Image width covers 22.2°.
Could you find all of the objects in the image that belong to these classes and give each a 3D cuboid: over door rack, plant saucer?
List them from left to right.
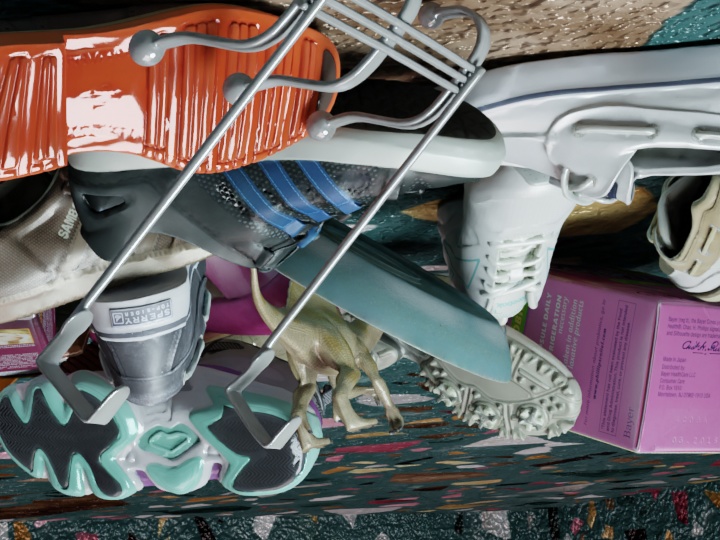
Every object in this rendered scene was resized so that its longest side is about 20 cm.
[{"bbox_3d":[-0.041,-0.035,0.710,0.066,0.201,0.148,32,-173,28],"label":"over door rack"},{"bbox_3d":[0.000,0.000,0.996,0.199,0.028,0.200,28,-175,-3],"label":"plant saucer"}]

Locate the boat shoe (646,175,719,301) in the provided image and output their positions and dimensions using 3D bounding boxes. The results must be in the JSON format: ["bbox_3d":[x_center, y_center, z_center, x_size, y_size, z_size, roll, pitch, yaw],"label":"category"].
[{"bbox_3d":[0.205,-0.031,1.064,0.068,0.075,0.200,17,167,-5],"label":"boat shoe"}]

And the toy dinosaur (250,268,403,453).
[{"bbox_3d":[-0.024,0.047,1.035,0.058,0.102,0.200,-21,165,23],"label":"toy dinosaur"}]

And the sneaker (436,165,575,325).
[{"bbox_3d":[0.088,-0.017,1.043,0.070,0.081,0.200,-1,166,-6],"label":"sneaker"}]

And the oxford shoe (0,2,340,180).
[{"bbox_3d":[-0.100,-0.082,0.750,0.199,0.072,0.072,-5,-156,-36],"label":"oxford shoe"}]

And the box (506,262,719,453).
[{"bbox_3d":[0.185,0.055,1.229,0.175,0.097,0.200,5,-175,-36],"label":"box"}]

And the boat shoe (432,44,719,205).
[{"bbox_3d":[0.116,-0.063,0.864,0.199,0.066,0.074,-7,168,12],"label":"boat shoe"}]

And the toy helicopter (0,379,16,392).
[{"bbox_3d":[-0.296,0.062,1.347,0.132,0.079,0.200,-9,-179,-21],"label":"toy helicopter"}]

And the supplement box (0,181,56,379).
[{"bbox_3d":[-0.229,0.006,1.016,0.110,0.086,0.200,-3,169,-7],"label":"supplement box"}]

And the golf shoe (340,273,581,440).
[{"bbox_3d":[0.065,0.037,1.183,0.199,0.079,0.097,24,-141,24],"label":"golf shoe"}]

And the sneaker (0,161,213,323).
[{"bbox_3d":[-0.117,-0.039,0.889,0.199,0.076,0.070,-23,-153,-18],"label":"sneaker"}]

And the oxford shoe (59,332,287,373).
[{"bbox_3d":[-0.123,0.070,1.220,0.199,0.075,0.070,-22,-158,-16],"label":"oxford shoe"}]

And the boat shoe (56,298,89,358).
[{"bbox_3d":[-0.271,0.045,1.167,0.199,0.074,0.076,0,-152,6],"label":"boat shoe"}]

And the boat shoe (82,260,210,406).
[{"bbox_3d":[-0.110,0.015,0.970,0.071,0.068,0.200,-8,-162,-5],"label":"boat shoe"}]

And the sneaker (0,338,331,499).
[{"bbox_3d":[-0.114,0.084,1.128,0.199,0.078,0.140,7,-162,7],"label":"sneaker"}]

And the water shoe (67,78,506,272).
[{"bbox_3d":[-0.033,-0.042,0.842,0.199,0.079,0.072,2,-154,4],"label":"water shoe"}]

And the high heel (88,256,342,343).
[{"bbox_3d":[-0.096,0.028,1.147,0.096,0.067,0.200,43,137,-16],"label":"high heel"}]
